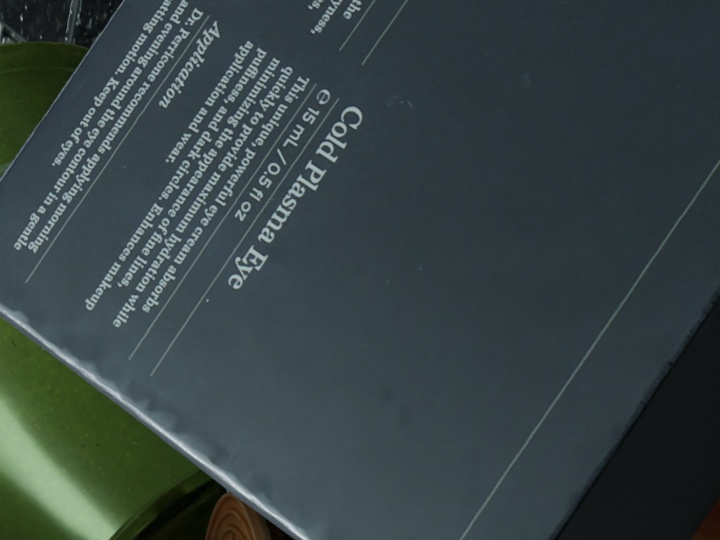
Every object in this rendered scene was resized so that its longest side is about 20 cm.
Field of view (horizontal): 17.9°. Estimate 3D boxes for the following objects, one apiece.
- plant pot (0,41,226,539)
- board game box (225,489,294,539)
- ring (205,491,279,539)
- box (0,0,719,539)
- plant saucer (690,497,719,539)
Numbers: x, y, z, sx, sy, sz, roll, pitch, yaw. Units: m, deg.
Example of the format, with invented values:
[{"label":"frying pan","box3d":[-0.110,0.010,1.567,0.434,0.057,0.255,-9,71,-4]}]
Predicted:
[{"label":"plant pot","box3d":[-0.110,0.048,0.874,0.190,0.200,0.200,47,130,31]},{"label":"board game box","box3d":[0.000,0.000,0.777,0.023,0.105,0.201,34,133,44]},{"label":"ring","box3d":[-0.034,0.171,0.740,0.200,0.019,0.201,180,90,-78]},{"label":"box","box3d":[0.029,-0.022,0.600,0.182,0.104,0.200,35,89,26]},{"label":"plant saucer","box3d":[0.140,-0.010,0.632,0.200,0.032,0.201,-7,74,25]}]
